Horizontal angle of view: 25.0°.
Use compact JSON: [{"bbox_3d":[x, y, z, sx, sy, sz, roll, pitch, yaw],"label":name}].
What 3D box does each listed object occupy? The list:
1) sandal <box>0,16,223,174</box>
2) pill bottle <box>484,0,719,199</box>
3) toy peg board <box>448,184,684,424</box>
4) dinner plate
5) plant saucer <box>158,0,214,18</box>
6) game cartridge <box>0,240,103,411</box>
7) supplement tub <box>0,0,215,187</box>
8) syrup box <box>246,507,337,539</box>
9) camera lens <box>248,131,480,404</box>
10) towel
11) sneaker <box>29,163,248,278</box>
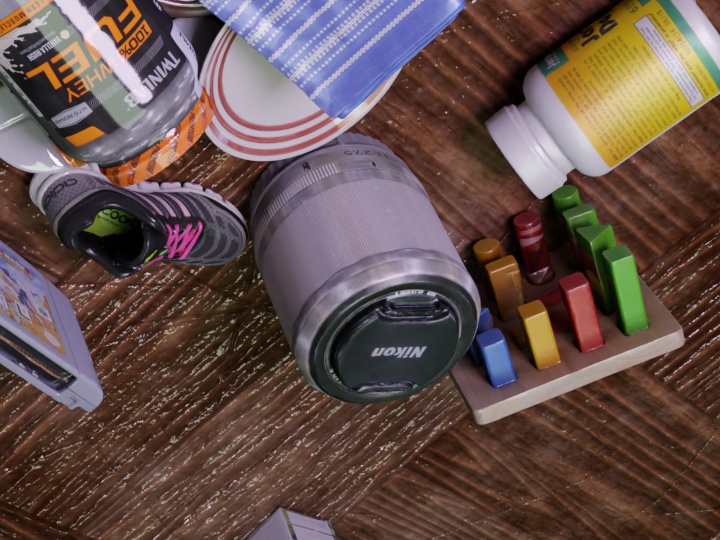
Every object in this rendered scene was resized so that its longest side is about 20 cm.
[{"bbox_3d":[-0.196,-0.134,1.250,0.206,0.059,0.079,-27,102,-23],"label":"sandal"},{"bbox_3d":[0.211,-0.152,1.384,0.200,0.113,0.113,-36,136,11],"label":"pill bottle"},{"bbox_3d":[0.158,0.017,1.479,0.199,0.200,0.098,-21,120,-4],"label":"toy peg board"},{"bbox_3d":[-0.044,-0.171,1.284,0.200,0.024,0.200,-26,147,-19],"label":"dinner plate"},{"bbox_3d":[-0.119,-0.262,1.173,0.200,0.032,0.200,-9,133,-10],"label":"plant saucer"},{"bbox_3d":[-0.291,0.024,1.309,0.042,0.133,0.200,-35,137,11],"label":"game cartridge"},{"bbox_3d":[-0.198,-0.163,1.140,0.122,0.123,0.200,-34,116,10],"label":"supplement tub"},{"bbox_3d":[-0.051,0.352,1.691,0.079,0.200,0.081,23,119,-40],"label":"syrup box"},{"bbox_3d":[0.000,0.000,1.370,0.160,0.200,0.160,-13,136,-13],"label":"camera lens"},{"bbox_3d":[-0.040,-0.209,1.161,0.200,0.024,0.145,39,121,-23],"label":"towel"},{"bbox_3d":[-0.176,-0.030,1.343,0.200,0.088,0.074,17,123,-36],"label":"sneaker"}]
